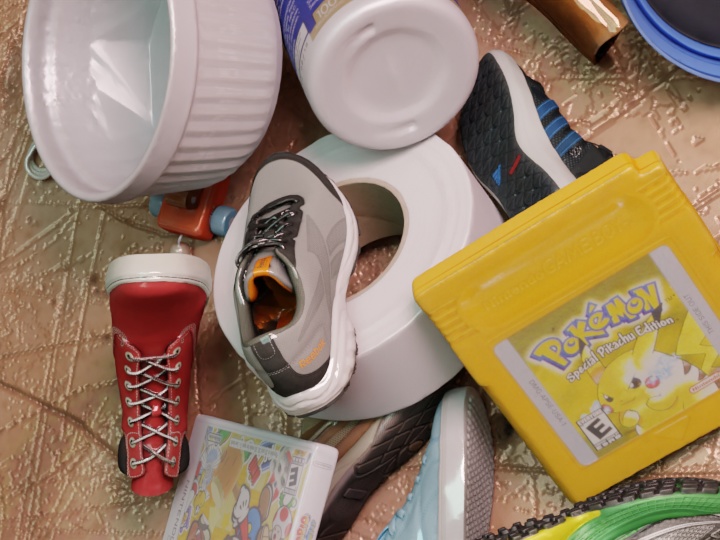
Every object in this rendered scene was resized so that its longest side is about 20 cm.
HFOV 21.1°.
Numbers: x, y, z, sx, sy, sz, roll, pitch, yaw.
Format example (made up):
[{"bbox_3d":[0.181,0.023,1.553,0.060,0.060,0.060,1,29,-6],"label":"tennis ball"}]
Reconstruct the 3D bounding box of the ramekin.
[{"bbox_3d":[-0.141,-0.146,1.339,0.200,0.105,0.201,-1,89,51],"label":"ramekin"}]

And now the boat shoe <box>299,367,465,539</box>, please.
[{"bbox_3d":[-0.009,0.113,1.335,0.200,0.076,0.072,-48,63,5],"label":"boat shoe"}]

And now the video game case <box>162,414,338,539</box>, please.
[{"bbox_3d":[-0.090,0.196,1.314,0.200,0.023,0.183,4,78,62],"label":"video game case"}]

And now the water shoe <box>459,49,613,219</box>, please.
[{"bbox_3d":[0.129,-0.071,1.324,0.072,0.079,0.201,-59,36,34],"label":"water shoe"}]

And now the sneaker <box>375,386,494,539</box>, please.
[{"bbox_3d":[0.041,0.176,1.299,0.081,0.074,0.201,2,78,20],"label":"sneaker"}]

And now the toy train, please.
[{"bbox_3d":[-0.172,-0.102,1.460,0.199,0.056,0.151,20,86,25],"label":"toy train"}]

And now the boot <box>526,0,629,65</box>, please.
[{"bbox_3d":[0.105,-0.225,1.344,0.200,0.188,0.069,43,85,-2],"label":"boot"}]

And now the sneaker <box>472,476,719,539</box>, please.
[{"bbox_3d":[0.160,0.187,1.239,0.199,0.078,0.086,-20,89,0],"label":"sneaker"}]

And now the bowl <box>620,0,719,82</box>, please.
[{"bbox_3d":[0.257,-0.221,1.254,0.199,0.039,0.202,-1,111,-2],"label":"bowl"}]

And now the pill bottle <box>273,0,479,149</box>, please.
[{"bbox_3d":[-0.001,-0.184,1.340,0.120,0.120,0.200,-38,38,11],"label":"pill bottle"}]

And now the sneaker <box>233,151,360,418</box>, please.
[{"bbox_3d":[-0.046,-0.006,1.246,0.074,0.079,0.201,-23,46,19],"label":"sneaker"}]

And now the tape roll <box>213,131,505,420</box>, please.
[{"bbox_3d":[0.000,0.000,1.317,0.201,0.071,0.203,-17,50,21],"label":"tape roll"}]

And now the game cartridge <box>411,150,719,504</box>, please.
[{"bbox_3d":[0.157,0.038,1.227,0.176,0.200,0.032,-32,29,14],"label":"game cartridge"}]

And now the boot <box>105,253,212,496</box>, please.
[{"bbox_3d":[-0.140,0.075,1.331,0.072,0.200,0.145,1,71,-5],"label":"boot"}]
